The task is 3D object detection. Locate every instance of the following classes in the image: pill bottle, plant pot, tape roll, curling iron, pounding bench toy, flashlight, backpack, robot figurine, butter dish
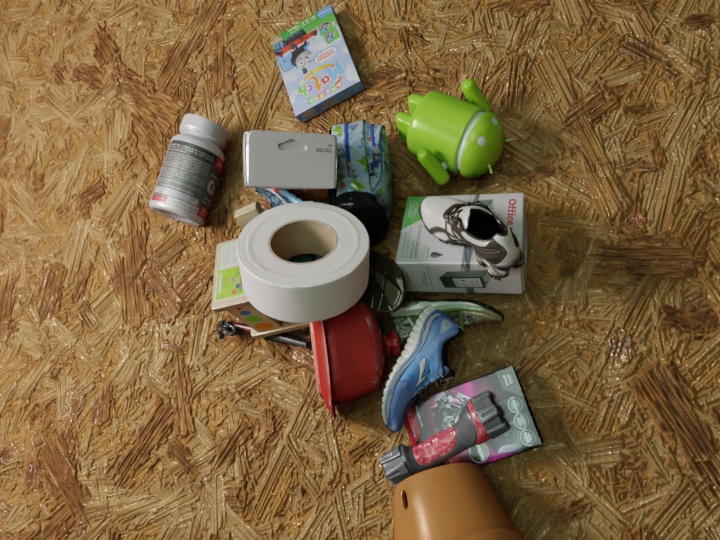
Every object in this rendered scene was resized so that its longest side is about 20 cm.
[{"bbox_3d":[-0.346,-0.205,1.134,0.112,0.114,0.204,14,82,22],"label":"pill bottle"},{"bbox_3d":[0.127,0.371,0.795,0.197,0.200,0.142,-24,54,12],"label":"plant pot"},{"bbox_3d":[-0.084,-0.019,0.834,0.198,0.072,0.204,0,42,0],"label":"tape roll"},{"bbox_3d":[-0.186,0.125,1.041,0.196,0.026,0.050,8,43,18],"label":"curling iron"},{"bbox_3d":[-0.167,-0.003,1.002,0.122,0.156,0.204,-13,60,17],"label":"pounding bench toy"},{"bbox_3d":[0.121,0.253,0.826,0.198,0.068,0.069,-30,71,10],"label":"flashlight"},{"bbox_3d":[-0.003,-0.169,0.990,0.151,0.164,0.203,-22,64,4],"label":"backpack"},{"bbox_3d":[0.160,-0.234,0.957,0.198,0.116,0.177,29,76,23],"label":"robot figurine"},{"bbox_3d":[-0.005,0.130,0.910,0.145,0.200,0.204,-7,74,-4],"label":"butter dish"}]

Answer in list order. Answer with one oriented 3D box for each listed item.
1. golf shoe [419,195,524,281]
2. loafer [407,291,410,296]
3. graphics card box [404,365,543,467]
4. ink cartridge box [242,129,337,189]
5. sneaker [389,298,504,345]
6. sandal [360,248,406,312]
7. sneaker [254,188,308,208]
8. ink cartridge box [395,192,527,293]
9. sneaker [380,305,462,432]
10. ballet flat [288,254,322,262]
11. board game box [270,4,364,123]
[{"bbox_3d":[0.158,-0.076,0.814,0.078,0.095,0.199,-42,51,-13],"label":"golf shoe"},{"bbox_3d":[0.000,0.000,0.981,0.197,0.075,0.071,16,87,22],"label":"loafer"},{"bbox_3d":[0.172,0.243,0.874,0.197,0.051,0.128,-22,71,13],"label":"graphics card box"},{"bbox_3d":[-0.124,-0.179,0.923,0.141,0.200,0.086,-1,98,-12],"label":"ink cartridge box"},{"bbox_3d":[0.140,0.093,0.920,0.196,0.077,0.091,-2,89,25],"label":"sneaker"},{"bbox_3d":[0.011,0.007,0.911,0.199,0.054,0.083,26,93,46],"label":"sandal"},{"bbox_3d":[-0.142,-0.104,1.056,0.199,0.079,0.096,35,92,24],"label":"sneaker"},{"bbox_3d":[0.169,-0.045,0.903,0.196,0.085,0.148,0,54,19],"label":"ink cartridge box"},{"bbox_3d":[0.096,0.161,0.856,0.088,0.078,0.203,26,93,16],"label":"sneaker"},{"bbox_3d":[-0.090,-0.020,0.957,0.068,0.070,0.203,-7,51,18],"label":"ballet flat"},{"bbox_3d":[-0.091,-0.424,1.137,0.149,0.037,0.203,-24,71,12],"label":"board game box"}]
